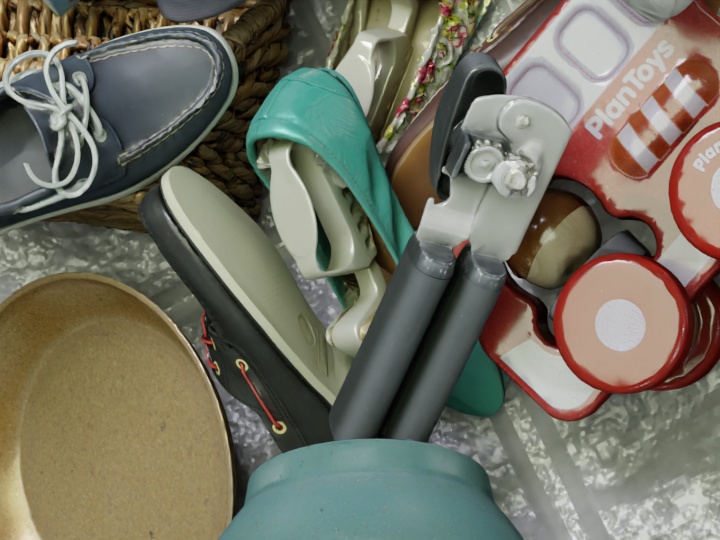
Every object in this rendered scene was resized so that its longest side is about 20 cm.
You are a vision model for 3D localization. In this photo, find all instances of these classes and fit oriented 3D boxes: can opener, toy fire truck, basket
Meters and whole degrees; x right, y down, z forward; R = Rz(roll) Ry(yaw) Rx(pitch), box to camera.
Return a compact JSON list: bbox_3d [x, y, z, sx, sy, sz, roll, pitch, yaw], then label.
[{"bbox_3d":[0.040,-0.002,1.394,0.052,0.067,0.201,14,113,-20],"label":"can opener"},{"bbox_3d":[0.124,-0.038,1.417,0.168,0.112,0.200,45,102,14],"label":"toy fire truck"},{"bbox_3d":[-0.150,-0.104,1.521,0.199,0.143,0.150,8,84,20],"label":"basket"}]

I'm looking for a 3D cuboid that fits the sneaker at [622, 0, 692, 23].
[{"bbox_3d":[0.130,-0.199,1.372,0.099,0.078,0.201,-32,44,17],"label":"sneaker"}]

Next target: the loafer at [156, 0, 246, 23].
[{"bbox_3d":[-0.034,-0.195,1.480,0.072,0.200,0.063,3,124,44],"label":"loafer"}]

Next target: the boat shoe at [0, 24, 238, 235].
[{"bbox_3d":[-0.152,-0.064,1.411,0.199,0.062,0.075,-20,83,0],"label":"boat shoe"}]

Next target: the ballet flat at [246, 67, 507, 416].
[{"bbox_3d":[0.000,0.000,1.450,0.067,0.070,0.201,-12,111,49],"label":"ballet flat"}]

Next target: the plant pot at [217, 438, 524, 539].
[{"bbox_3d":[0.005,0.161,1.404,0.199,0.200,0.135,-8,64,17],"label":"plant pot"}]

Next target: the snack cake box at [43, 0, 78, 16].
[{"bbox_3d":[-0.122,-0.241,1.499,0.200,0.067,0.115,-44,70,-5],"label":"snack cake box"}]

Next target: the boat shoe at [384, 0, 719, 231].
[{"bbox_3d":[0.093,-0.097,1.483,0.200,0.070,0.070,-37,31,6],"label":"boat shoe"}]

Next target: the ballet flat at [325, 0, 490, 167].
[{"bbox_3d":[0.019,-0.122,1.509,0.075,0.064,0.201,14,85,21],"label":"ballet flat"}]

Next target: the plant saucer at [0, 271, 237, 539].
[{"bbox_3d":[-0.129,0.100,1.507,0.199,0.035,0.202,5,97,39],"label":"plant saucer"}]

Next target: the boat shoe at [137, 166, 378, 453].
[{"bbox_3d":[-0.048,0.037,1.453,0.063,0.074,0.202,-29,116,20],"label":"boat shoe"}]
